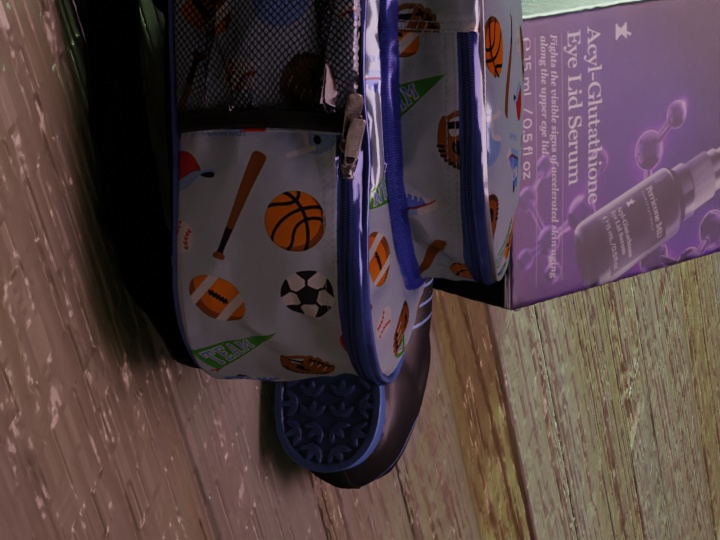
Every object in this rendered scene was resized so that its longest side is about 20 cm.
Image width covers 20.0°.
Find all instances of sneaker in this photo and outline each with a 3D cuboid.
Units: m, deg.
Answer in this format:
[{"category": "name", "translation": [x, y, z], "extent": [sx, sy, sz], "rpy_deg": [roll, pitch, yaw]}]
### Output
[{"category": "sneaker", "translation": [0.000, 0.000, 0.938], "extent": [0.078, 0.070, 0.200], "rpy_deg": [43, 54, -71]}]

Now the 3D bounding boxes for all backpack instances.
[{"category": "backpack", "translation": [-0.012, -0.050, 0.779], "extent": [0.200, 0.154, 0.191], "rpy_deg": [-17, 115, -75]}]

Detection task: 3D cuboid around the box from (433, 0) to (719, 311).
[{"category": "box", "translation": [0.113, -0.076, 1.073], "extent": [0.200, 0.104, 0.148], "rpy_deg": [-15, 110, -37]}]
